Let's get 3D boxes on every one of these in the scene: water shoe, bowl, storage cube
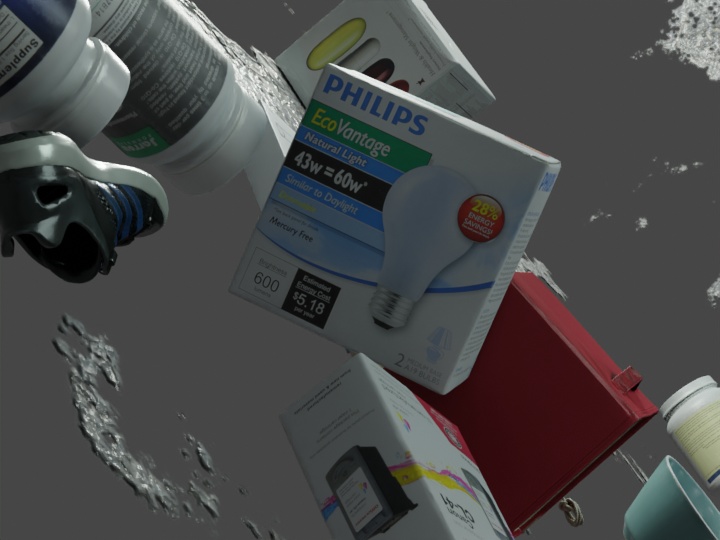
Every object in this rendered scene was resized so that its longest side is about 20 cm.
[{"bbox_3d":[-0.177,-0.028,1.030,0.200,0.071,0.079,25,56,-70],"label":"water shoe"},{"bbox_3d":[0.404,0.344,2.082,0.201,0.105,0.201,49,11,-13],"label":"bowl"},{"bbox_3d":[0.134,0.117,1.467,0.180,0.200,0.171,48,10,13],"label":"storage cube"}]

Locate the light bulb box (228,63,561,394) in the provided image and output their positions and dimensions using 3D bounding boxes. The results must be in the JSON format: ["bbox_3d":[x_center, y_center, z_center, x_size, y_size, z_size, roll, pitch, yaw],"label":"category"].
[{"bbox_3d":[0.031,-0.036,1.338,0.198,0.201,0.125,24,7,9],"label":"light bulb box"}]

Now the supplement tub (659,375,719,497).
[{"bbox_3d":[0.684,0.319,3.209,0.200,0.145,0.145,57,12,22],"label":"supplement tub"}]

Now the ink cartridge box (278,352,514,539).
[{"bbox_3d":[0.040,0.176,1.174,0.148,0.086,0.200,41,14,-46],"label":"ink cartridge box"}]

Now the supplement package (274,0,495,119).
[{"bbox_3d":[0.032,-0.255,2.217,0.192,0.200,0.147,57,12,27],"label":"supplement package"}]

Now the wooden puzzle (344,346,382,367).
[{"bbox_3d":[0.000,0.000,1.550,0.200,0.037,0.186,-17,84,-67],"label":"wooden puzzle"}]

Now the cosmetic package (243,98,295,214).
[{"bbox_3d":[-0.050,-0.064,1.662,0.151,0.052,0.200,40,16,-38],"label":"cosmetic package"}]

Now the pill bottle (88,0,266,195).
[{"bbox_3d":[-0.170,-0.155,1.291,0.200,0.113,0.113,44,13,-35],"label":"pill bottle"}]

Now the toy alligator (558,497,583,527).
[{"bbox_3d":[0.158,0.187,1.722,0.054,0.059,0.200,-15,60,-32],"label":"toy alligator"}]

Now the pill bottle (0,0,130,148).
[{"bbox_3d":[-0.239,-0.162,1.033,0.200,0.111,0.111,45,13,-33],"label":"pill bottle"}]
